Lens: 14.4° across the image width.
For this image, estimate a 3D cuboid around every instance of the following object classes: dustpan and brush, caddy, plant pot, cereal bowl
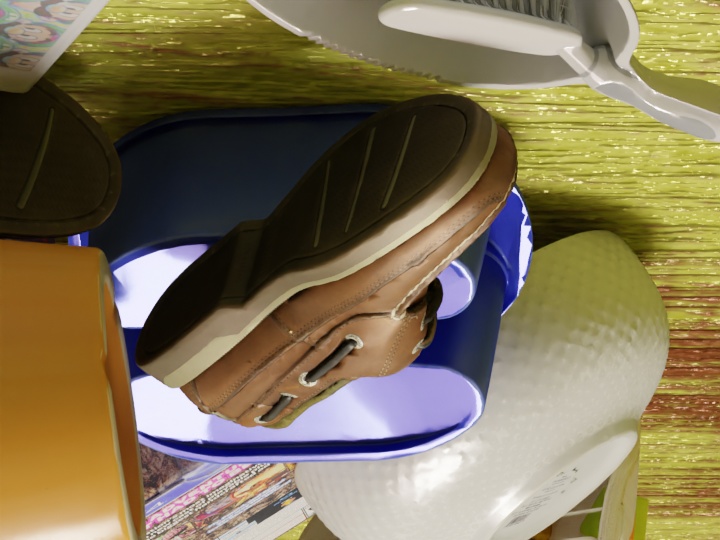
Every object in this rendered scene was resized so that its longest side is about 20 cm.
[{"bbox_3d":[0.066,-0.087,1.008,0.200,0.057,0.140,11,160,-33],"label":"dustpan and brush"},{"bbox_3d":[-0.027,0.000,1.206,0.200,0.105,0.142,-2,129,5],"label":"caddy"},{"bbox_3d":[-0.180,0.065,1.085,0.183,0.200,0.200,-7,164,0],"label":"plant pot"},{"bbox_3d":[0.071,0.074,1.350,0.200,0.083,0.200,-35,163,-12],"label":"cereal bowl"}]

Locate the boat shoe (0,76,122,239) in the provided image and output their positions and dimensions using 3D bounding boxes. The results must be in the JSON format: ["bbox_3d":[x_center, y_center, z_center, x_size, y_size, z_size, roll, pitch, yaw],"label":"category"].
[{"bbox_3d":[-0.194,-0.056,1.115,0.200,0.072,0.068,17,162,-20],"label":"boat shoe"}]

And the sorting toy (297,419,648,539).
[{"bbox_3d":[0.082,0.115,1.506,0.200,0.180,0.107,-11,140,33],"label":"sorting toy"}]

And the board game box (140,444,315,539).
[{"bbox_3d":[-0.079,0.073,1.369,0.159,0.097,0.200,-32,163,-4],"label":"board game box"}]

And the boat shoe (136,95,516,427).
[{"bbox_3d":[0.000,0.000,1.074,0.068,0.072,0.200,36,140,-21],"label":"boat shoe"}]

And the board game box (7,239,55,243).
[{"bbox_3d":[-0.184,0.062,1.267,0.120,0.200,0.032,-12,161,37],"label":"board game box"}]

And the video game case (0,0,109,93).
[{"bbox_3d":[-0.174,-0.112,0.986,0.182,0.024,0.200,7,162,-22],"label":"video game case"}]
